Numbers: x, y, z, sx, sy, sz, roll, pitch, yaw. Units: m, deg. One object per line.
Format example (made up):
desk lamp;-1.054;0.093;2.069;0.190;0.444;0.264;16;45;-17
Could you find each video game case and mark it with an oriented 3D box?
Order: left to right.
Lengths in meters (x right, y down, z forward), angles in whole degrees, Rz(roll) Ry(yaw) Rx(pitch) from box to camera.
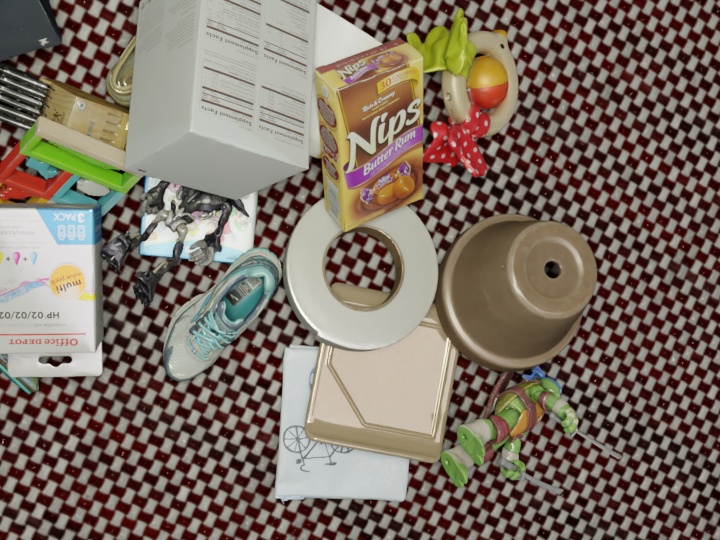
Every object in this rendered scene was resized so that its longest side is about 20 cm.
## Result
video game case;-0.196;-0.115;1.178;0.140;0.018;0.204;5;95;-12

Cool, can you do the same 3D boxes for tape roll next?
tape roll;0.000;0.000;1.191;0.199;0.037;0.207;2;80;-13

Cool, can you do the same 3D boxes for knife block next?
knife block;-0.346;-0.185;1.122;0.198;0.174;0.065;13;103;-50

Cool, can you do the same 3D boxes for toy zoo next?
toy zoo;-0.350;-0.091;1.080;0.130;0.199;0.021;22;49;-37

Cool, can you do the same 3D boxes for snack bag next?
snack bag;-0.015;0.203;1.239;0.185;0.021;0.204;4;92;-12

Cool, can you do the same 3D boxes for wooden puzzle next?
wooden puzzle;0.031;0.131;1.218;0.181;0.037;0.204;12;81;-11

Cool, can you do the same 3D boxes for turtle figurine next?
turtle figurine;0.213;0.226;1.208;0.191;0.143;0.204;-18;93;-31

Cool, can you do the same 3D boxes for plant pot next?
plant pot;0.207;0.015;1.164;0.196;0.175;0.205;2;78;-11

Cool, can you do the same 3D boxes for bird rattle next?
bird rattle;0.145;-0.222;1.185;0.161;0.112;0.204;-24;101;-35

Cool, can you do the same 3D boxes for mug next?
mug;-0.032;-0.213;1.140;0.185;0.150;0.155;30;98;-5

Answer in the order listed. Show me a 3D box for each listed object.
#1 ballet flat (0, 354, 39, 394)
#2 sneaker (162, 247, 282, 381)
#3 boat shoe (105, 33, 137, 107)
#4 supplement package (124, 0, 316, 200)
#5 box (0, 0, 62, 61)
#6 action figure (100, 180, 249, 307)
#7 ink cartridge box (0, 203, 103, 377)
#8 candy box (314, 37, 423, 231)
ballet flat;-0.448;0.062;1.127;0.200;0.074;0.074;42;87;-15
sneaker;-0.175;0.057;1.158;0.077;0.086;0.201;39;97;-13
boat shoe;-0.226;-0.280;1.126;0.073;0.063;0.201;44;77;-10
supplement package;-0.152;-0.206;1.039;0.149;0.151;0.204;13;72;-38
box;-0.454;-0.327;1.025;0.193;0.118;0.203;-20;74;-8
action figure;-0.215;-0.059;1.124;0.119;0.102;0.200;43;61;-4
ink cartridge box;-0.350;0.029;1.066;0.113;0.068;0.204;0;99;-9
candy box;0.013;-0.154;1.104;0.115;0.057;0.202;-24;136;-20
